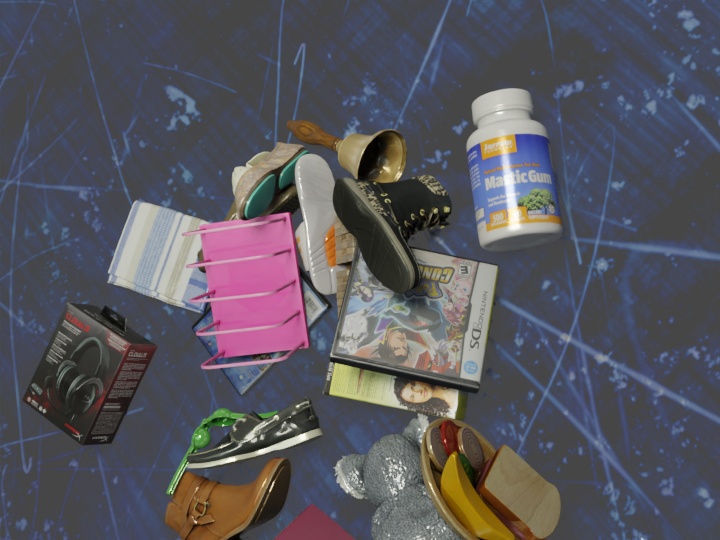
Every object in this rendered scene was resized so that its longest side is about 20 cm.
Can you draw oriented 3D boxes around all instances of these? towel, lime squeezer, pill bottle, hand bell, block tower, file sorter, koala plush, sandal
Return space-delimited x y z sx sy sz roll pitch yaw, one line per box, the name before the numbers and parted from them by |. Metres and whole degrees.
towel | -0.310 -0.023 1.411 0.199 0.024 0.147 17 86 22
lime squeezer | -0.218 0.253 1.312 0.200 0.038 0.071 -35 71 -7
pill bottle | 0.201 -0.134 1.165 0.112 0.112 0.201 -11 79 21
hand bell | -0.038 -0.188 1.303 0.200 0.104 0.104 28 93 37
block tower | 0.000 0.000 1.245 0.054 0.058 0.201 -12 76 59
file sorter | -0.165 0.029 1.234 0.138 0.125 0.201 -7 95 10
koala plush | 0.064 0.300 1.136 0.177 0.184 0.201 -31 60 15
sandal | -0.060 -0.066 1.287 0.059 0.079 0.208 -17 83 61

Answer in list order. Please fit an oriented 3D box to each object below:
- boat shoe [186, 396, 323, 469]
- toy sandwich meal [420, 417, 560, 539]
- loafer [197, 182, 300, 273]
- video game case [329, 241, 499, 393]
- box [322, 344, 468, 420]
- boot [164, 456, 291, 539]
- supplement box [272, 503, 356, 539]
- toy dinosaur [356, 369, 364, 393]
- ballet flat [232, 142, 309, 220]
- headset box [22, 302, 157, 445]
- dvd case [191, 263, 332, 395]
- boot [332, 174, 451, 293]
boat shoe | -0.157 0.240 1.262 0.199 0.072 0.068 -18 79 -3
toy sandwich meal | 0.160 0.262 1.081 0.070 0.205 0.206 -41 68 29
loafer | -0.176 -0.072 1.339 0.200 0.076 0.068 -39 68 2
video game case | 0.075 0.056 1.165 0.199 0.026 0.181 12 66 3
box | 0.050 0.155 1.217 0.199 0.050 0.076 6 81 24
boot | -0.198 0.335 1.290 0.155 0.077 0.201 29 101 28
supplement box | -0.080 0.417 1.143 0.086 0.110 0.200 34 136 23
toy dinosaur | 0.060 0.071 1.194 0.199 0.060 0.106 -25 50 -3
ballet flat | -0.144 -0.132 1.257 0.067 0.200 0.068 23 124 13
headset box | -0.432 0.157 1.405 0.149 0.077 0.201 28 95 24
dvd case | -0.154 0.071 1.334 0.200 0.018 0.143 -45 68 11
boot | 0.068 -0.060 1.171 0.204 0.153 0.074 56 142 37
